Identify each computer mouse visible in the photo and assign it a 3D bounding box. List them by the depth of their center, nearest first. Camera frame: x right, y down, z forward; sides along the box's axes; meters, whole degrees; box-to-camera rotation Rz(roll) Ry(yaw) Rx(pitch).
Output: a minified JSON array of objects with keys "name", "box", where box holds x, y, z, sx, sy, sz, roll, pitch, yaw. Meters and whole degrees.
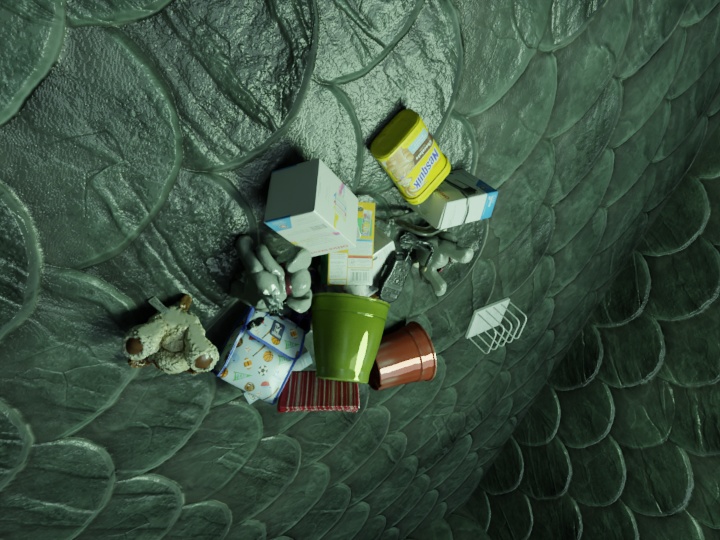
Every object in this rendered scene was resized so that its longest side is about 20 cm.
[{"name":"computer mouse","box":[-0.206,0.107,1.269,0.058,0.034,0.200,-23,-175,30]},{"name":"computer mouse","box":[0.119,-0.005,1.441,0.139,0.046,0.203,11,106,-38]}]

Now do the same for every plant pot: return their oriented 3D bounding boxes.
[{"name":"plant pot","box":[-0.036,0.170,1.301,0.199,0.198,0.197,22,71,-50]},{"name":"plant pot","box":[0.112,0.287,1.735,0.192,0.201,0.203,-13,133,-23]}]

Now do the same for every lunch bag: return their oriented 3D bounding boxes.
[{"name":"lunch bag","box":[-0.243,0.198,1.312,0.169,0.123,0.202,34,74,-22]}]

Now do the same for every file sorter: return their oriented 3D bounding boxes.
[{"name":"file sorter","box":[0.539,0.221,2.117,0.198,0.125,0.140,-16,135,-33]}]

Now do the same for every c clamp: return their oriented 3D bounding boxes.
[{"name":"c clamp","box":[0.137,-0.136,1.414,0.199,0.169,0.027,-18,128,-51]}]

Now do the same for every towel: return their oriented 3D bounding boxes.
[{"name":"towel","box":[-0.103,0.297,1.322,0.196,0.145,0.023,0,118,-3]}]

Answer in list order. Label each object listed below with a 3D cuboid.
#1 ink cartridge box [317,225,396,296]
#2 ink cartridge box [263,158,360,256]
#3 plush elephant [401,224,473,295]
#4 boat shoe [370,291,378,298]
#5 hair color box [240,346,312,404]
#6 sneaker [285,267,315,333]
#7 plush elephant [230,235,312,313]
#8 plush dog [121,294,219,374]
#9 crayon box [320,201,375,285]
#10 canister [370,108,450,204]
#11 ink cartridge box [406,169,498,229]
[{"name":"ink cartridge box","box":[0.000,0.000,1.439,0.199,0.083,0.147,-36,142,-13]},{"name":"ink cartridge box","box":[-0.094,-0.125,1.166,0.127,0.127,0.200,-9,154,26]},{"name":"plush elephant","box":[0.222,-0.051,1.544,0.154,0.199,0.166,-24,146,-60]},{"name":"boat shoe","box":[0.016,0.085,1.540,0.199,0.071,0.069,-28,114,-37]},{"name":"hair color box","box":[-0.239,0.252,1.432,0.198,0.099,0.061,-31,142,-18]},{"name":"sneaker","box":[-0.138,0.080,1.383,0.080,0.083,0.202,-18,134,-31]},{"name":"plush elephant","box":[-0.182,0.019,1.206,0.153,0.199,0.167,-13,126,-38]},{"name":"plush dog","box":[-0.415,0.162,1.183,0.197,0.162,0.173,15,133,-18]},{"name":"crayon box","box":[-0.031,-0.066,1.309,0.124,0.051,0.204,1,94,-29]},{"name":"canister","box":[0.123,-0.274,1.305,0.149,0.087,0.200,-47,141,2]},{"name":"ink cartridge box","box":[0.246,-0.195,1.442,0.198,0.145,0.085,-16,133,-33]}]
